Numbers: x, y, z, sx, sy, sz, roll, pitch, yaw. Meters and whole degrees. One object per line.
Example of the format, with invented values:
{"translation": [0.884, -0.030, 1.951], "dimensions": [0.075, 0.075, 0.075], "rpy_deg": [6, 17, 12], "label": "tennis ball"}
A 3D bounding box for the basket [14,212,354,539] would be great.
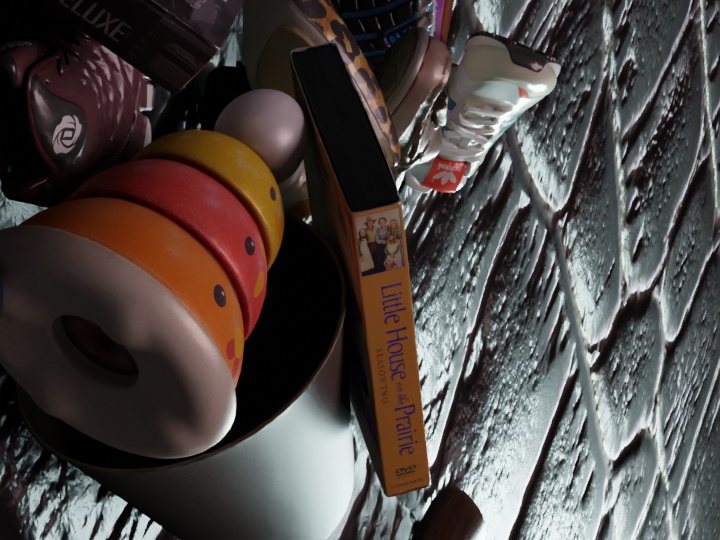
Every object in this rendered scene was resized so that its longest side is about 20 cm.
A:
{"translation": [-0.073, 0.077, 1.220], "dimensions": [0.136, 0.180, 0.200], "rpy_deg": [61, -3, 28], "label": "basket"}

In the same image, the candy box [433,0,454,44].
{"translation": [0.021, -0.193, 1.516], "dimensions": [0.117, 0.056, 0.201], "rpy_deg": [44, 53, -63], "label": "candy box"}

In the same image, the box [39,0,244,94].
{"translation": [-0.108, -0.206, 1.079], "dimensions": [0.157, 0.050, 0.201], "rpy_deg": [35, 51, -15], "label": "box"}

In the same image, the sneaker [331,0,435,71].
{"translation": [0.004, -0.223, 1.420], "dimensions": [0.087, 0.074, 0.201], "rpy_deg": [-57, 133, -72], "label": "sneaker"}

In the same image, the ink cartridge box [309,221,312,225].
{"translation": [-0.052, 0.043, 1.394], "dimensions": [0.094, 0.044, 0.201], "rpy_deg": [-51, 140, -52], "label": "ink cartridge box"}

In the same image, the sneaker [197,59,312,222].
{"translation": [-0.050, -0.101, 1.332], "dimensions": [0.088, 0.076, 0.200], "rpy_deg": [40, 24, -17], "label": "sneaker"}

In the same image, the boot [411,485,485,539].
{"translation": [0.056, 0.286, 1.703], "dimensions": [0.200, 0.064, 0.188], "rpy_deg": [-58, 148, -57], "label": "boot"}

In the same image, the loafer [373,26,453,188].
{"translation": [0.023, -0.087, 1.396], "dimensions": [0.200, 0.063, 0.072], "rpy_deg": [-46, -158, 61], "label": "loafer"}

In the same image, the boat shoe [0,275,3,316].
{"translation": [-0.209, 0.032, 0.944], "dimensions": [0.200, 0.084, 0.069], "rpy_deg": [-54, 154, -57], "label": "boat shoe"}

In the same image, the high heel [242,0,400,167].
{"translation": [-0.025, -0.161, 1.283], "dimensions": [0.200, 0.071, 0.143], "rpy_deg": [47, 42, -8], "label": "high heel"}

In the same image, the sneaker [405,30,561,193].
{"translation": [0.079, -0.101, 1.565], "dimensions": [0.200, 0.070, 0.094], "rpy_deg": [161, -54, -71], "label": "sneaker"}

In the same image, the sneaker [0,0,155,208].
{"translation": [-0.143, -0.124, 1.098], "dimensions": [0.115, 0.075, 0.202], "rpy_deg": [-2, 97, -65], "label": "sneaker"}

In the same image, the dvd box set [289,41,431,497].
{"translation": [0.000, 0.000, 1.197], "dimensions": [0.147, 0.029, 0.201], "rpy_deg": [-112, -169, -49], "label": "dvd box set"}

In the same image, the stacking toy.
{"translation": [-0.085, -0.022, 1.101], "dimensions": [0.200, 0.145, 0.147], "rpy_deg": [-56, 145, -33], "label": "stacking toy"}
